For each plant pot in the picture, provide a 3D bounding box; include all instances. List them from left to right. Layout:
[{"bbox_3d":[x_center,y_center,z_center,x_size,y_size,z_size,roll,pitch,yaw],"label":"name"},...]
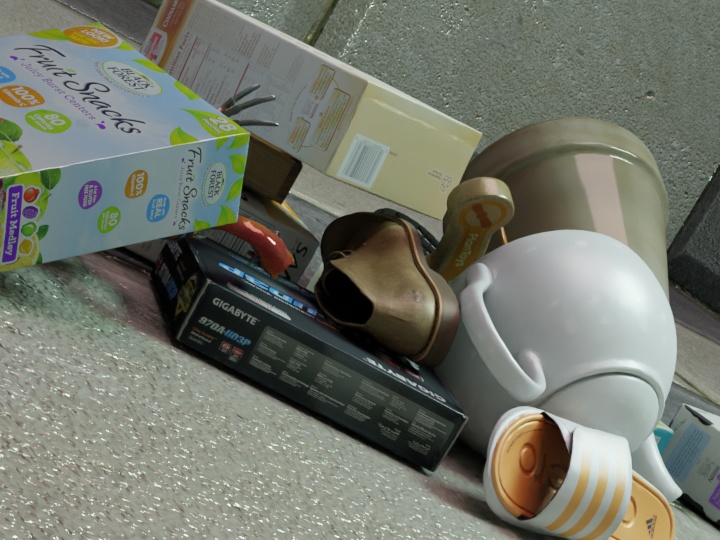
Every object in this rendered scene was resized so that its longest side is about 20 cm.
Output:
[{"bbox_3d":[0.183,-0.001,1.774,0.199,0.200,0.174,26,31,-30],"label":"plant pot"}]

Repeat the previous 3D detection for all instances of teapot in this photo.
[{"bbox_3d":[0.142,0.077,1.459,0.199,0.198,0.146,-5,46,-18],"label":"teapot"}]

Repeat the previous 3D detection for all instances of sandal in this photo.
[{"bbox_3d":[0.161,0.143,1.365,0.059,0.080,0.206,-6,-23,44],"label":"sandal"}]

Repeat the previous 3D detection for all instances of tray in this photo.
[{"bbox_3d":[-0.096,-0.095,1.581,0.098,0.037,0.200,29,4,-6],"label":"tray"}]

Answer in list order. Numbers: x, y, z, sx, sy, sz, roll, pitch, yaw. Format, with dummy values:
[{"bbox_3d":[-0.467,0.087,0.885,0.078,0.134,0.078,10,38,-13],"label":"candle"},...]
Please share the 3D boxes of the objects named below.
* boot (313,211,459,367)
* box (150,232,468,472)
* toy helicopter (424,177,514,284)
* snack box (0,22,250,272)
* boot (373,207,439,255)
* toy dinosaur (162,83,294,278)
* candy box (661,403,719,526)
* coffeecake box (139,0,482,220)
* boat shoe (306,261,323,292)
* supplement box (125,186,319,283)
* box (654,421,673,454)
[{"bbox_3d":[0.000,0.000,1.430,0.075,0.074,0.200,16,14,-23],"label":"boot"},{"bbox_3d":[-0.038,0.048,1.379,0.199,0.046,0.159,28,8,-17],"label":"box"},{"bbox_3d":[0.075,0.002,1.497,0.131,0.200,0.079,3,55,-14],"label":"toy helicopter"},{"bbox_3d":[-0.193,-0.074,1.204,0.199,0.068,0.168,-13,36,-39],"label":"snack box"},{"bbox_3d":[0.086,0.018,2.038,0.200,0.068,0.131,39,4,5],"label":"boot"},{"bbox_3d":[-0.136,-0.035,1.325,0.181,0.199,0.105,37,-31,41],"label":"toy dinosaur"},{"bbox_3d":[0.372,0.208,1.827,0.200,0.072,0.167,37,10,34],"label":"candy box"},{"bbox_3d":[-0.038,-0.121,1.483,0.200,0.073,0.153,30,7,35],"label":"coffeecake box"},{"bbox_3d":[0.009,0.008,1.743,0.060,0.072,0.202,33,14,9],"label":"boat shoe"},{"bbox_3d":[-0.141,-0.051,1.519,0.199,0.074,0.126,28,7,-21],"label":"supplement box"},{"bbox_3d":[0.176,0.104,1.830,0.082,0.049,0.200,22,12,-47],"label":"box"}]
